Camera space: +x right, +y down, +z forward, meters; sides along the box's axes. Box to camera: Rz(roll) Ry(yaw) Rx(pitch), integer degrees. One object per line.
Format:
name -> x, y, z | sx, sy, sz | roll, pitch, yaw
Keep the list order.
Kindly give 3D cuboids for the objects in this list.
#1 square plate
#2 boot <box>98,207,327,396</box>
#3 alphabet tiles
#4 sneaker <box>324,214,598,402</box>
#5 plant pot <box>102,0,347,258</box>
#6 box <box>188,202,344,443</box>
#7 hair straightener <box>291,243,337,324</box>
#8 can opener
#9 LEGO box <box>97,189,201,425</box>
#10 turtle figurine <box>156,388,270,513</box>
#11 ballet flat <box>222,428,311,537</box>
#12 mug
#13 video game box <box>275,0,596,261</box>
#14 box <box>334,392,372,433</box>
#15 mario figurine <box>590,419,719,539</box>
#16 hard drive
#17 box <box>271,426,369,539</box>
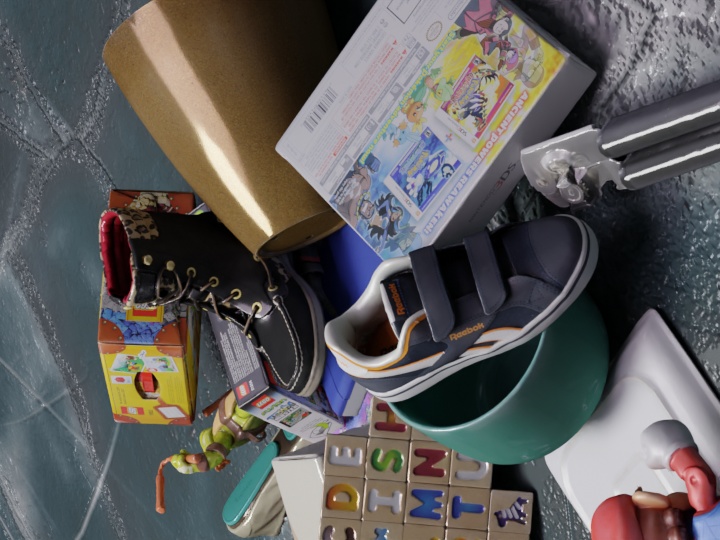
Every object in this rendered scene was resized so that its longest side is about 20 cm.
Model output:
square plate -> 0.213, 0.160, 1.540 | 0.200, 0.028, 0.198 | 58, 145, 22
boot -> -0.118, 0.019, 1.716 | 0.073, 0.150, 0.200 | -60, 38, 38
alphabet tiles -> 0.051, 0.200, 1.693 | 0.008, 0.167, 0.200 | -71, -15, -86
sneaker -> 0.066, 0.020, 1.473 | 0.200, 0.079, 0.079 | -35, 48, 19
plant pot -> -0.080, -0.119, 1.718 | 0.200, 0.186, 0.186 | 64, 147, 11
box -> -0.085, 0.044, 1.829 | 0.035, 0.110, 0.200 | -35, 54, 20
hair straightener -> -0.058, -0.024, 1.810 | 0.077, 0.041, 0.200 | -60, 39, 40
can opener -> 0.191, -0.091, 1.437 | 0.200, 0.067, 0.053 | -19, 115, 46
LEGO box -> -0.186, 0.036, 1.939 | 0.200, 0.077, 0.149 | 94, 178, -66
turtle figurine -> -0.109, 0.127, 1.918 | 0.064, 0.200, 0.161 | 34, 129, 1
ballet flat -> -0.050, 0.156, 1.898 | 0.069, 0.069, 0.200 | 46, 113, 36
mug -> 0.107, 0.048, 1.558 | 0.152, 0.114, 0.185 | 3, 69, 41
video game box -> 0.051, -0.115, 1.556 | 0.200, 0.047, 0.182 | -54, 48, 14
box -> 0.034, 0.153, 1.801 | 0.137, 0.039, 0.200 | 49, 141, 33
mario figurine -> 0.248, 0.165, 1.427 | 0.200, 0.106, 0.124 | -9, 60, 32
hard drive -> 0.000, 0.000, 1.742 | 0.132, 0.025, 0.200 | -112, 33, -46
box -> 0.008, 0.233, 1.754 | 0.078, 0.095, 0.200 | -12, 94, 57
